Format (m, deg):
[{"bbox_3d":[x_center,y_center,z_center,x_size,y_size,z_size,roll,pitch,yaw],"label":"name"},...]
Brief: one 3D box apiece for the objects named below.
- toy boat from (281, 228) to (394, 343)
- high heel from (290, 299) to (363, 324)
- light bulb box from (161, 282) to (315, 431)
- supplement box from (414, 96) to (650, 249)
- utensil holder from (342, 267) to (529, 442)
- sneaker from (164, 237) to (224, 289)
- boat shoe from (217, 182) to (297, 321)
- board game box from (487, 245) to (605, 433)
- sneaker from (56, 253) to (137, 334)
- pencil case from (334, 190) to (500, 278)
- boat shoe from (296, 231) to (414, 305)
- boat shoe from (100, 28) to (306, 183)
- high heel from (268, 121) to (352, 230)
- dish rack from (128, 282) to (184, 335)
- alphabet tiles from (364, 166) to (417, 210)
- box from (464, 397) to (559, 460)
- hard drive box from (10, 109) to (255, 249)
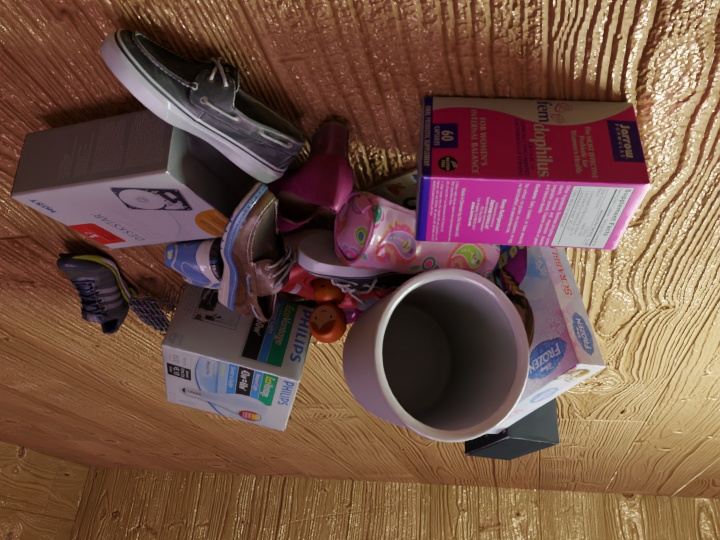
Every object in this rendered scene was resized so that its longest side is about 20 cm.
[{"bbox_3d":[-0.044,0.032,0.802,0.198,0.133,0.130,19,150,-36],"label":"toy boat"},{"bbox_3d":[-0.061,0.076,0.989,0.095,0.069,0.199,-3,173,-37],"label":"high heel"},{"bbox_3d":[-0.184,0.133,0.915,0.196,0.126,0.199,15,143,-4],"label":"light bulb box"},{"bbox_3d":[0.154,-0.092,0.572,0.196,0.103,0.104,3,148,3],"label":"supplement box"},{"bbox_3d":[0.072,0.100,0.687,0.167,0.173,0.200,11,167,-10],"label":"utensil holder"},{"bbox_3d":[-0.190,-0.014,0.790,0.075,0.077,0.200,3,171,5],"label":"sneaker"},{"bbox_3d":[-0.105,-0.013,0.648,0.072,0.073,0.201,30,146,5],"label":"boat shoe"},{"bbox_3d":[0.183,0.065,0.722,0.040,0.202,0.201,8,143,-22],"label":"board game box"},{"bbox_3d":[-0.419,0.037,0.951,0.072,0.082,0.201,1,152,8],"label":"sneaker"},{"bbox_3d":[0.069,-0.034,0.675,0.197,0.089,0.087,8,155,-31],"label":"pencil case"},{"bbox_3d":[-0.001,-0.002,0.725,0.198,0.074,0.069,-6,131,-49],"label":"boat shoe"},{"bbox_3d":[-0.134,-0.162,0.551,0.071,0.073,0.199,-39,132,24],"label":"boat shoe"},{"bbox_3d":[-0.066,-0.068,0.652,0.066,0.098,0.200,13,151,-17],"label":"high heel"},{"bbox_3d":[-0.288,0.071,1.024,0.196,0.055,0.154,6,151,4],"label":"dish rack"},{"bbox_3d":[0.096,-0.073,0.727,0.198,0.006,0.166,-18,143,38],"label":"alphabet tiles"},{"bbox_3d":[0.205,0.149,0.839,0.077,0.203,0.142,9,154,-9],"label":"box"},{"bbox_3d":[-0.240,-0.093,0.654,0.196,0.078,0.156,-4,160,20],"label":"hard drive box"}]
